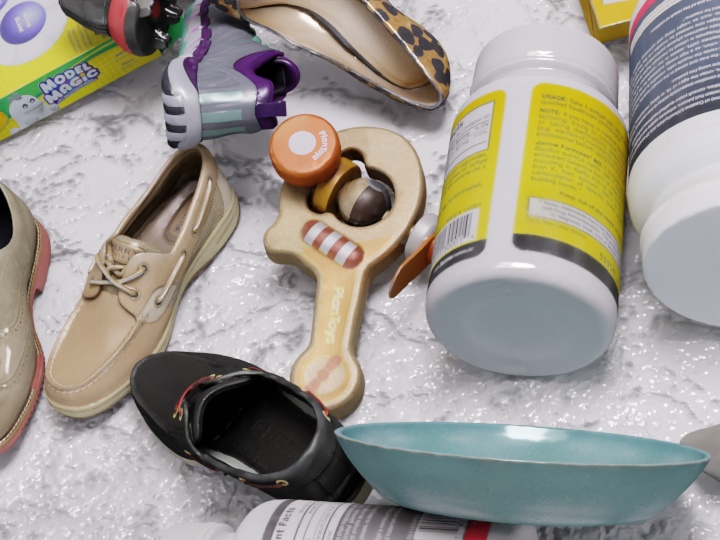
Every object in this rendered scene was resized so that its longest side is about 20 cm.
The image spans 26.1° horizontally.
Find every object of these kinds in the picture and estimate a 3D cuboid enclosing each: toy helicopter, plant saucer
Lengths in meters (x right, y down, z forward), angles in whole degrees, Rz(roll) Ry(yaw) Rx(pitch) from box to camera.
[{"bbox_3d":[0.000,0.000,0.991,0.131,0.079,0.202,5,66,8],"label":"toy helicopter"},{"bbox_3d":[0.084,0.107,0.823,0.198,0.200,0.036,3,90,17],"label":"plant saucer"}]

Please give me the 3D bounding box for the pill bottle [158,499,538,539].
[{"bbox_3d":[-0.009,0.179,0.821,0.198,0.111,0.111,0,54,16],"label":"pill bottle"}]

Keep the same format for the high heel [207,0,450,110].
[{"bbox_3d":[-0.029,-0.171,1.054,0.072,0.199,0.143,-58,43,26],"label":"high heel"}]

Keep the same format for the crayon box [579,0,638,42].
[{"bbox_3d":[0.209,-0.239,1.109,0.125,0.052,0.201,-14,51,5],"label":"crayon box"}]

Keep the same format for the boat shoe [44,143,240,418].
[{"bbox_3d":[-0.151,0.003,1.021,0.071,0.065,0.201,15,59,25],"label":"boat shoe"}]

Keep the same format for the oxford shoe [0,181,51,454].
[{"bbox_3d":[-0.251,0.029,1.023,0.070,0.075,0.201,-11,52,6],"label":"oxford shoe"}]

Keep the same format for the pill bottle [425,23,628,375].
[{"bbox_3d":[0.107,-0.047,0.955,0.113,0.115,0.201,0,55,16],"label":"pill bottle"}]

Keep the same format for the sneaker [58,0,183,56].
[{"bbox_3d":[-0.156,-0.250,1.123,0.097,0.071,0.202,15,66,16],"label":"sneaker"}]

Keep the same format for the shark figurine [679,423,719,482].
[{"bbox_3d":[0.293,0.070,0.835,0.214,0.090,0.128,-32,54,-7],"label":"shark figurine"}]

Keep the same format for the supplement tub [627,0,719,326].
[{"bbox_3d":[0.230,-0.082,0.929,0.139,0.141,0.201,-2,53,14],"label":"supplement tub"}]

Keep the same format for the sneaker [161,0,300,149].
[{"bbox_3d":[-0.082,-0.137,1.083,0.087,0.075,0.200,-2,30,3],"label":"sneaker"}]

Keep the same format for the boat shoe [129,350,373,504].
[{"bbox_3d":[-0.076,0.085,0.925,0.201,0.063,0.074,22,70,45],"label":"boat shoe"}]

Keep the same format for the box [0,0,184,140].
[{"bbox_3d":[-0.237,-0.180,1.175,0.199,0.048,0.118,-27,59,0],"label":"box"}]
